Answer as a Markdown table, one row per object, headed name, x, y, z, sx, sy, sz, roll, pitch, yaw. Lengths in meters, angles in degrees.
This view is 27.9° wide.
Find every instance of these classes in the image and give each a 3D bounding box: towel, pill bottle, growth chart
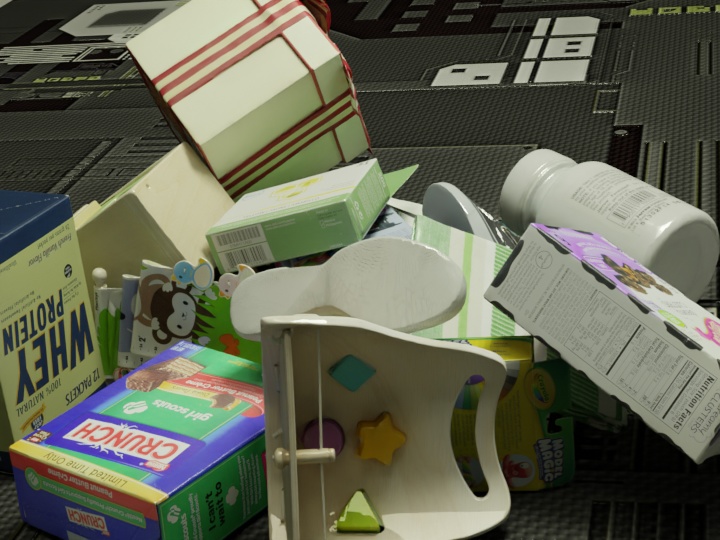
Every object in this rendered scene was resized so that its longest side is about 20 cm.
| name | x | y | z | sx | sy | sz | roll | pitch | yaw |
| --- | --- | --- | --- | --- | --- | --- | --- | --- | --- |
| towel | 0.128 | 0.044 | 1.195 | 0.198 | 0.023 | 0.153 | 20 | 46 | -12 |
| pill bottle | 0.230 | -0.039 | 1.375 | 0.114 | 0.115 | 0.200 | -22 | 37 | -31 |
| growth chart | -0.152 | 0.056 | 1.264 | 0.198 | 0.146 | 0.018 | 7 | 23 | 22 |

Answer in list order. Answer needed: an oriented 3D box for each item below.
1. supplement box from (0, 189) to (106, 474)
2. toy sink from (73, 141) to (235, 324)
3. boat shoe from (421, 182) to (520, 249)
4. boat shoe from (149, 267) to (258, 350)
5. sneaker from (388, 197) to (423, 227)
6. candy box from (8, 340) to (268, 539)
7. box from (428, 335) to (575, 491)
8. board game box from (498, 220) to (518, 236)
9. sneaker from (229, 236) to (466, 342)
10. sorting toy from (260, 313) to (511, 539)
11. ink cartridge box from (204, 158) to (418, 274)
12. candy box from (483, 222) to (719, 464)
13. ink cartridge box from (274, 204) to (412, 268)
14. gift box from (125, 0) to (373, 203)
| name | x | y | z | sx | sy | sz | roll | pitch | yaw |
| --- | --- | --- | --- | --- | --- | --- | --- | --- | --- |
| supplement box | -0.350 | 0.045 | 1.261 | 0.198 | 0.202 | 0.134 | 6 | 26 | 26 |
| toy sink | -0.226 | -0.012 | 1.357 | 0.199 | 0.112 | 0.130 | -33 | 11 | 28 |
| boat shoe | 0.132 | -0.007 | 1.357 | 0.066 | 0.070 | 0.200 | -9 | 48 | -37 |
| boat shoe | -0.143 | 0.029 | 1.379 | 0.062 | 0.074 | 0.200 | -25 | 3 | 17 |
| sneaker | -0.017 | -0.038 | 1.442 | 0.199 | 0.076 | 0.115 | 15 | 29 | 36 |
| candy box | -0.146 | 0.143 | 1.144 | 0.168 | 0.078 | 0.200 | 13 | 31 | 36 |
| box | 0.064 | 0.110 | 1.113 | 0.198 | 0.118 | 0.048 | -1 | 25 | 11 |
| board game box | 0.095 | 0.002 | 1.456 | 0.199 | 0.028 | 0.135 | -20 | 28 | -29 |
| sneaker | 0.001 | 0.025 | 1.140 | 0.198 | 0.076 | 0.088 | -6 | -19 | 28 |
| sorting toy | 0.020 | 0.126 | 1.047 | 0.178 | 0.202 | 0.107 | -2 | 4 | -4 |
| ink cartridge box | -0.040 | -0.066 | 1.345 | 0.144 | 0.048 | 0.200 | -13 | 20 | 23 |
| candy box | 0.214 | 0.051 | 1.095 | 0.200 | 0.072 | 0.167 | 38 | 15 | 23 |
| ink cartridge box | 0.000 | 0.000 | 1.279 | 0.118 | 0.042 | 0.200 | -22 | 27 | -9 |
| gift box | -0.091 | -0.169 | 1.443 | 0.186 | 0.185 | 0.200 | -35 | 65 | -7 |
